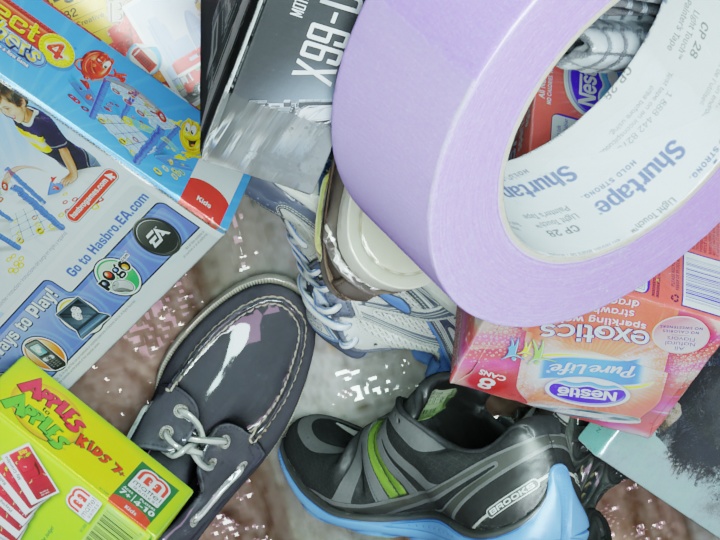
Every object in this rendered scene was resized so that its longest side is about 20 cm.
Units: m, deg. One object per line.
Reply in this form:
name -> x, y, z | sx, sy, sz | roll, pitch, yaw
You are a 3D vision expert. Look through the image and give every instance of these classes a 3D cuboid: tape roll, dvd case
tape roll -> 0.088, -0.077, 0.916 | 0.200, 0.066, 0.200 | -28, 143, -24
dvd case -> 0.210, 0.068, 1.184 | 0.146, 0.022, 0.200 | -51, 133, 4

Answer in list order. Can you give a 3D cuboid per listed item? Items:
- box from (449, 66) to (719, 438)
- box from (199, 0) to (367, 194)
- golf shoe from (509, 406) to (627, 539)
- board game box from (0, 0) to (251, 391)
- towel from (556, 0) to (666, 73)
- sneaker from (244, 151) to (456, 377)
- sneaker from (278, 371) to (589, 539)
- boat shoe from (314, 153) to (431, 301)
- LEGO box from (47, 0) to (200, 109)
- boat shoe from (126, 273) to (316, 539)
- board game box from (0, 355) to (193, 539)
box -> 0.106, -0.039, 1.094 | 0.102, 0.200, 0.095 | 16, 140, -11
box -> -0.017, -0.145, 0.962 | 0.050, 0.200, 0.158 | 17, 116, -12
golf shoe -> 0.094, 0.085, 1.190 | 0.078, 0.094, 0.200 | 40, 67, -39
board game box -> -0.179, -0.040, 1.078 | 0.196, 0.056, 0.200 | 36, 135, -14
towel -> 0.112, -0.181, 1.049 | 0.086, 0.165, 0.200 | -43, 62, 35
sneaker -> 0.000, 0.000, 1.137 | 0.200, 0.077, 0.085 | 32, 111, -36
sneaker -> 0.035, 0.086, 1.133 | 0.071, 0.199, 0.083 | -7, 97, -35
boat shoe -> 0.029, -0.080, 1.058 | 0.072, 0.059, 0.201 | 23, 71, -17
LEGO box -> -0.060, -0.154, 1.113 | 0.199, 0.077, 0.149 | -23, 105, -2
boat shoe -> -0.082, 0.094, 1.174 | 0.073, 0.063, 0.200 | 34, 96, -14
board game box -> -0.174, 0.147, 1.132 | 0.102, 0.048, 0.200 | 38, 119, 2
